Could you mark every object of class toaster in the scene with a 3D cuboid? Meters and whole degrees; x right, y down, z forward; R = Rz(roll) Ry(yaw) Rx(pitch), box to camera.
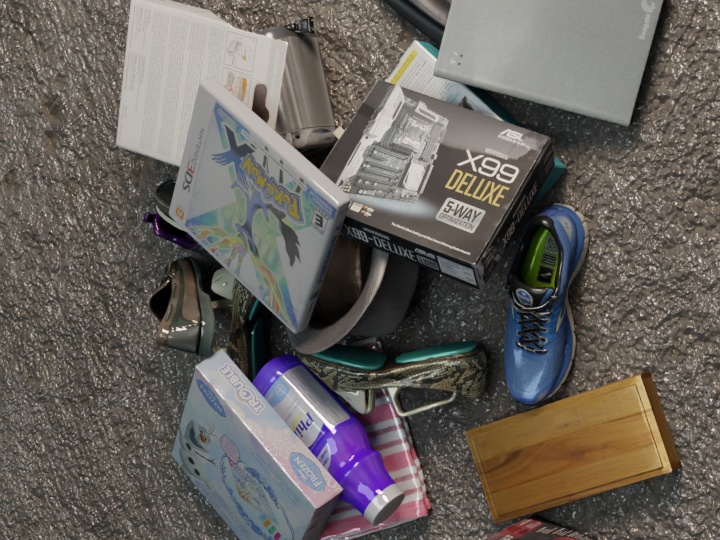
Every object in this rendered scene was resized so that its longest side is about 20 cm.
[{"bbox_3d":[-0.107,-0.179,1.693,0.198,0.113,0.131,-16,89,29],"label":"toaster"}]

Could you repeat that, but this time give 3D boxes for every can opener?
[{"bbox_3d":[0.088,-0.254,1.622,0.199,0.079,0.064,34,146,26],"label":"can opener"}]

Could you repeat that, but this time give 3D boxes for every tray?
[{"bbox_3d":[0.210,0.178,1.585,0.199,0.037,0.100,-22,82,28],"label":"tray"}]

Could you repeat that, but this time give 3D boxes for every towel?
[{"bbox_3d":[-0.015,0.185,1.708,0.145,0.030,0.202,-21,83,27],"label":"towel"}]

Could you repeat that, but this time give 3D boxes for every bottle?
[{"bbox_3d":[-0.036,0.180,1.667,0.200,0.065,0.084,46,126,21],"label":"bottle"}]

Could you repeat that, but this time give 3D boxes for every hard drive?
[{"bbox_3d":[0.183,-0.232,1.537,0.198,0.033,0.141,15,100,2],"label":"hard drive"}]

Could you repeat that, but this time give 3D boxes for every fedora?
[{"bbox_3d":[0.000,0.000,1.633,0.177,0.090,0.202,-40,44,37],"label":"fedora"}]

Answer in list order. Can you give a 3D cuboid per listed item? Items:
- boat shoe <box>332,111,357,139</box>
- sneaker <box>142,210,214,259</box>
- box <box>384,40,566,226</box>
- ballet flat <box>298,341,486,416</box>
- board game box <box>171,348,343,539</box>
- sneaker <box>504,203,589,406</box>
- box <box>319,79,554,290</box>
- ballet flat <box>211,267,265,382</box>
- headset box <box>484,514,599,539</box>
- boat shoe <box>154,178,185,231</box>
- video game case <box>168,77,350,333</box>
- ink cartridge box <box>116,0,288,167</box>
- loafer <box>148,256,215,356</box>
[{"bbox_3d":[0.057,-0.098,1.632,0.063,0.073,0.200,-46,69,0],"label":"boat shoe"},{"bbox_3d":[-0.140,-0.029,1.730,0.198,0.087,0.075,13,99,27],"label":"sneaker"},{"bbox_3d":[0.109,-0.140,1.613,0.200,0.049,0.082,46,111,19],"label":"box"},{"bbox_3d":[0.033,0.114,1.638,0.198,0.068,0.076,-1,102,13],"label":"ballet flat"},{"bbox_3d":[-0.116,0.214,1.699,0.200,0.043,0.200,48,148,17],"label":"board game box"},{"bbox_3d":[0.170,0.035,1.568,0.078,0.089,0.202,10,97,28],"label":"sneaker"},{"bbox_3d":[0.066,-0.086,1.538,0.199,0.050,0.158,22,67,26],"label":"box"},{"bbox_3d":[-0.131,0.042,1.709,0.075,0.068,0.201,17,125,8],"label":"ballet flat"},{"bbox_3d":[0.203,0.308,1.532,0.198,0.148,0.076,18,101,25],"label":"headset box"},{"bbox_3d":[-0.140,-0.074,1.669,0.199,0.072,0.068,14,138,36],"label":"boat shoe"},{"bbox_3d":[-0.105,-0.063,1.568,0.200,0.022,0.183,41,137,21],"label":"video game case"},{"bbox_3d":[-0.157,-0.182,1.632,0.198,0.050,0.163,18,109,25],"label":"ink cartridge box"},{"bbox_3d":[-0.201,0.033,1.715,0.062,0.200,0.073,2,109,-16],"label":"loafer"}]
